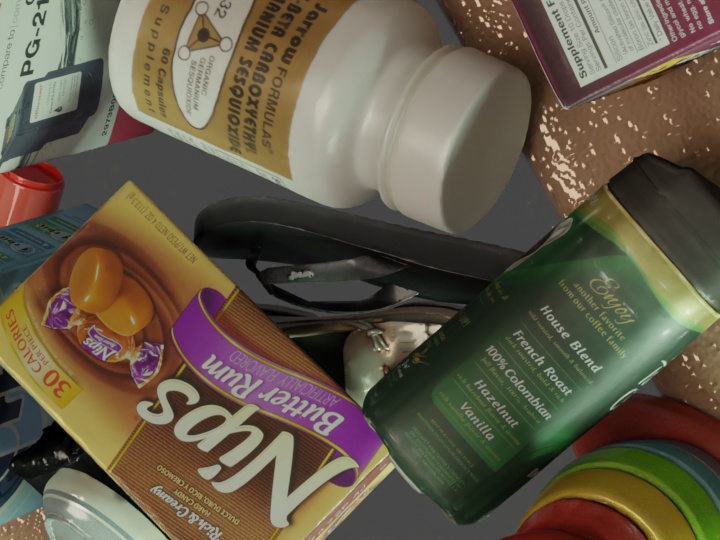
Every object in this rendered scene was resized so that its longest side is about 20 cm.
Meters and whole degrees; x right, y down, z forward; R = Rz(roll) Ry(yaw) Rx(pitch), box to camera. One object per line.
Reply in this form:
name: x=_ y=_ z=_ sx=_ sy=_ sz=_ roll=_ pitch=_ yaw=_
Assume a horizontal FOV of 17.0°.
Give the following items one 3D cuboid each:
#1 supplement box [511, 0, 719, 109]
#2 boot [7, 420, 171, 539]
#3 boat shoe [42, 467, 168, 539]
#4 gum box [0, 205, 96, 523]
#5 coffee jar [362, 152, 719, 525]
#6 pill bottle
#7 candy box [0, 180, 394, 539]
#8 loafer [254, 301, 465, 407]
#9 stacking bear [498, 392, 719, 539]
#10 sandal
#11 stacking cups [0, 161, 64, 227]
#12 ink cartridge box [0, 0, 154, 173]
supplement box: x=0.176 y=-0.157 z=1.101 sx=0.200 sy=0.110 sz=0.086 roll=-26 pitch=89 yaw=34
boot: x=-0.132 y=0.153 z=1.354 sx=0.198 sy=0.073 sz=0.163 roll=-30 pitch=115 yaw=27
boat shoe: x=-0.120 y=0.195 z=1.283 sx=0.070 sy=0.072 sz=0.201 roll=6 pitch=134 yaw=45
gum box: x=-0.214 y=0.065 z=1.333 sx=0.044 sy=0.200 sz=0.170 roll=25 pitch=114 yaw=26
coffee jar: x=0.100 y=0.030 z=1.161 sx=0.200 sy=0.104 sz=0.085 roll=-42 pitch=87 yaw=9
pill bottle: x=-0.020 y=-0.096 z=1.234 sx=0.200 sy=0.114 sz=0.115 roll=25 pitch=114 yaw=24
candy box: x=-0.089 y=0.066 z=1.246 sx=0.117 sy=0.056 sz=0.200 roll=-44 pitch=78 yaw=-7
loafer: x=-0.008 y=0.055 z=1.295 sx=0.199 sy=0.063 sz=0.072 roll=2 pitch=101 yaw=31
stacking bear: x=0.116 y=0.143 z=1.159 sx=0.113 sy=0.200 sz=0.122 roll=1 pitch=102 yaw=31
sandal: x=0.000 y=0.000 z=1.251 sx=0.199 sy=0.076 sz=0.043 roll=10 pitch=76 yaw=20
stacking cups: x=-0.221 y=0.027 z=1.428 sx=0.060 sy=0.060 sz=0.201 roll=27 pitch=111 yaw=23
ink cartridge box: x=-0.181 y=-0.135 z=1.272 sx=0.084 sy=0.200 sz=0.145 roll=27 pitch=115 yaw=24
